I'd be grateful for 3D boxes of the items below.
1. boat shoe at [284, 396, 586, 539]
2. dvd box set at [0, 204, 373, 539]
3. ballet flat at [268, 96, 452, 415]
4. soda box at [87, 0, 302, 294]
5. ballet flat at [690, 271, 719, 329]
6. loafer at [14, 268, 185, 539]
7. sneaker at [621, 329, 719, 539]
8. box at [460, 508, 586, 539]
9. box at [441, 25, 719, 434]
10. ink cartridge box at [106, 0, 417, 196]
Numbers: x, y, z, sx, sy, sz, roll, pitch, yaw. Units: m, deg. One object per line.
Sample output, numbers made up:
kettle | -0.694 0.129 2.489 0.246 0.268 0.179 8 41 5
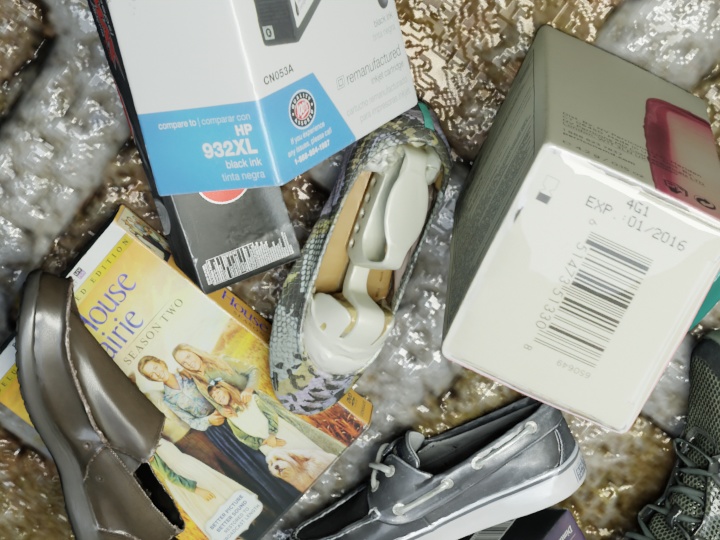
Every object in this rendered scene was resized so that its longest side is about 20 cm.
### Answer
boat shoe | 0.034 0.130 1.245 0.199 0.072 0.068 -22 111 11
dvd box set | -0.112 0.075 1.259 0.200 0.029 0.146 40 111 -12
ballet flat | 0.000 0.000 1.176 0.071 0.072 0.202 19 104 -3
soda box | -0.097 -0.094 1.156 0.063 0.071 0.202 -21 111 -13
ballet flat | 0.225 -0.052 1.161 0.200 0.075 0.064 -48 71 17
loafer | -0.150 0.083 1.215 0.071 0.073 0.201 -12 121 4
sneaker | 0.199 0.138 1.215 0.113 0.076 0.201 -18 117 -18
box | 0.078 0.258 1.223 0.078 0.200 0.142 -6 120 47
box | 0.118 -0.027 1.100 0.108 0.200 0.129 23 114 -5
ink cartridge box | -0.058 -0.157 1.063 0.083 0.145 0.202 -3 109 35
